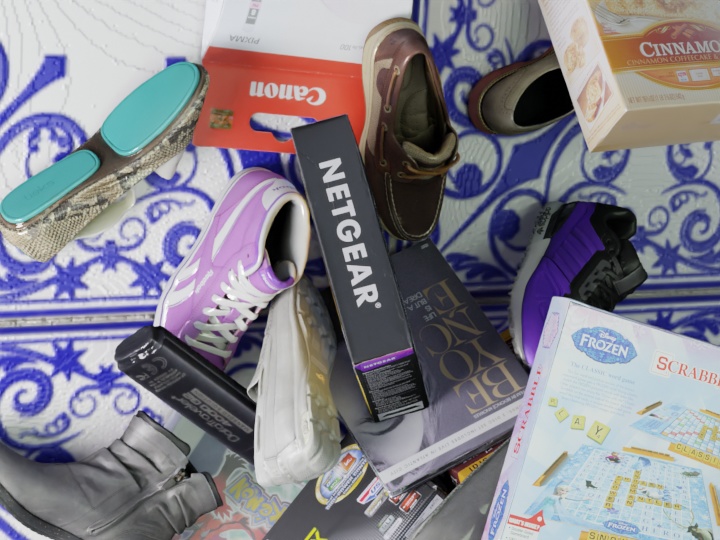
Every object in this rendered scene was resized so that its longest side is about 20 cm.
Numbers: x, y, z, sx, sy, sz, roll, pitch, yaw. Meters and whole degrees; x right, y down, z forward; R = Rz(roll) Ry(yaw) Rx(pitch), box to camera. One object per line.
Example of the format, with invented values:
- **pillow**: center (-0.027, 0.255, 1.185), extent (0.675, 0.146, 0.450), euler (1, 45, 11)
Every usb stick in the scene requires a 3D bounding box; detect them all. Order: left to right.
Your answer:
- **usb stick**: center (-0.113, 0.108, 1.420), extent (0.055, 0.033, 0.200), euler (-29, 131, 26)

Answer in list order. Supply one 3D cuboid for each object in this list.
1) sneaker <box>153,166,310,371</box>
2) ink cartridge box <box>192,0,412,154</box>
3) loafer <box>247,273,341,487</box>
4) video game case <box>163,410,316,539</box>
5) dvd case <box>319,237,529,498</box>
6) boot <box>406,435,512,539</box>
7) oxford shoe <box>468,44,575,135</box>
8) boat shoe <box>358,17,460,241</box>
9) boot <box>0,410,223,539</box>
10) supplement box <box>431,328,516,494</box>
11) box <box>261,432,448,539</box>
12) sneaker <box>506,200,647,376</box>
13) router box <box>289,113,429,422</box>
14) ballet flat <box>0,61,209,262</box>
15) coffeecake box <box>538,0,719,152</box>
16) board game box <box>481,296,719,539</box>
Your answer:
- **sneaker**: center (-0.101, 0.020, 1.404), extent (0.073, 0.114, 0.201), euler (17, 98, -28)
- **ink cartridge box**: center (-0.043, -0.191, 1.415), extent (0.162, 0.057, 0.200), euler (3, 97, -26)
- **loafer**: center (-0.059, 0.082, 1.400), extent (0.070, 0.200, 0.070), euler (-24, 131, 21)
- **video game case**: center (-0.120, 0.231, 1.500), extent (0.200, 0.023, 0.182), euler (35, 88, -28)
- **dvd case**: center (0.041, 0.074, 1.443), extent (0.148, 0.200, 0.016), euler (-26, 146, -12)
- **boot**: center (0.157, 0.183, 1.362), extent (0.182, 0.073, 0.200), euler (37, 79, -12)
- **oxford shoe**: center (0.192, -0.167, 1.512), extent (0.200, 0.075, 0.071), euler (-33, 114, -14)
- **boat shoe**: center (0.043, -0.103, 1.446), extent (0.072, 0.072, 0.200), euler (-14, 124, -20)
- **boot**: center (-0.214, 0.157, 1.410), extent (0.132, 0.070, 0.200), euler (-48, 115, -7)
- **supplement box**: center (0.148, 0.154, 1.503), extent (0.197, 0.200, 0.133), euler (-28, 113, -16)
- **box**: center (-0.021, 0.237, 1.444), extent (0.044, 0.160, 0.200), euler (42, 85, -28)
- **sneaker**: center (0.187, 0.012, 1.486), extent (0.070, 0.099, 0.200), euler (65, 33, -40)
- **router box**: center (0.000, 0.000, 1.373), extent (0.051, 0.149, 0.200), euler (-16, 68, 0)
- **ballet flat**: center (-0.188, -0.079, 1.374), extent (0.200, 0.068, 0.075), euler (-40, 138, -5)
- **coffeecake box**: center (0.238, -0.206, 1.467), extent (0.153, 0.073, 0.200), euler (-7, 67, -23)
- **board game box**: center (0.210, 0.142, 1.322), extent (0.200, 0.041, 0.200), euler (18, 89, -14)
